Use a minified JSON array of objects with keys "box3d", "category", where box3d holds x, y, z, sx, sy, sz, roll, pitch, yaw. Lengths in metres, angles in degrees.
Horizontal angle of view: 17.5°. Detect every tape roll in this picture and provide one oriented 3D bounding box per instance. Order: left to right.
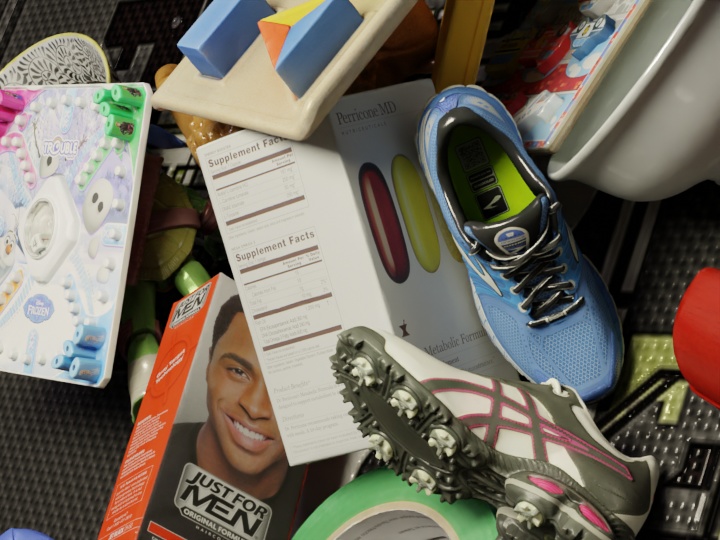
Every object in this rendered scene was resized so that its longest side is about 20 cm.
[{"box3d":[0.021,0.212,1.361,0.200,0.048,0.202,-27,46,32],"category":"tape roll"}]

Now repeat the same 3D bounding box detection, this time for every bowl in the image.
[{"box3d":[-0.228,-0.071,1.791,0.200,0.094,0.202,-28,46,33],"category":"bowl"},{"box3d":[0.198,-0.113,1.335,0.202,0.090,0.201,-57,5,7],"category":"bowl"}]

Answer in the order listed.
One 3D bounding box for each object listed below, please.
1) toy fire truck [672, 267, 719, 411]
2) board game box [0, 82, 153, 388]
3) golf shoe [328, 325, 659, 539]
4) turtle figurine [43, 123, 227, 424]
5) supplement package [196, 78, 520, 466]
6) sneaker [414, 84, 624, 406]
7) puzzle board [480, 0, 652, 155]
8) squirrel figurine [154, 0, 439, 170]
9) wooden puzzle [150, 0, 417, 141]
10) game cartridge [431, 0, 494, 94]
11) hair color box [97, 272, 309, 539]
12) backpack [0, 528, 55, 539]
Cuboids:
[{"box3d":[0.226,-0.007,1.170,0.177,0.200,0.129,-56,38,0],"category":"toy fire truck"},{"box3d":[-0.218,-0.029,1.593,0.199,0.026,0.202,5,85,53],"category":"board game box"},{"box3d":[0.073,0.091,1.304,0.088,0.200,0.077,-47,-9,-34],"category":"golf shoe"},{"box3d":[-0.141,0.017,1.624,0.200,0.143,0.195,-46,54,38],"category":"turtle figurine"},{"box3d":[0.000,0.000,1.403,0.109,0.113,0.202,-16,91,39],"category":"supplement package"},{"box3d":[0.088,-0.009,1.341,0.078,0.201,0.089,-29,5,7],"category":"sneaker"},{"box3d":[0.119,-0.137,1.457,0.151,0.017,0.200,-58,15,-7],"category":"puzzle board"},{"box3d":[-0.028,-0.122,1.561,0.186,0.142,0.200,-33,4,1],"category":"squirrel figurine"},{"box3d":[-0.033,-0.166,1.387,0.186,0.046,0.200,-52,29,-15],"category":"wooden puzzle"},{"box3d":[0.076,-0.194,1.483,0.201,0.032,0.177,-81,2,-50],"category":"game cartridge"},{"box3d":[-0.088,0.114,1.450,0.061,0.101,0.201,-32,35,48],"category":"hair color box"},{"box3d":[-0.191,0.271,1.429,0.167,0.200,0.163,-36,39,10],"category":"backpack"}]
